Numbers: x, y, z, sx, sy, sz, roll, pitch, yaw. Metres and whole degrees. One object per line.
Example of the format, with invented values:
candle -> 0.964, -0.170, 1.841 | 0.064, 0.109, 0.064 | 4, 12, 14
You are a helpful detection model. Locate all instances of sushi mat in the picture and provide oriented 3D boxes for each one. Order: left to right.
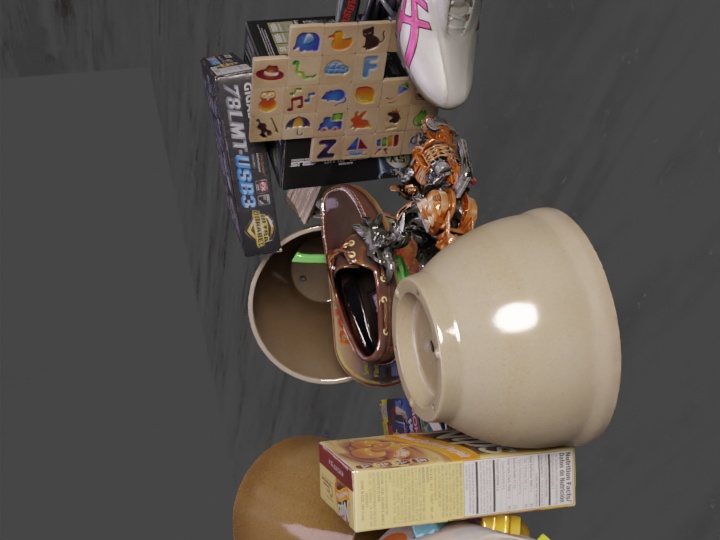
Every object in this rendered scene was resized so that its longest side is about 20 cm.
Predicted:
sushi mat -> -0.048, -0.166, 1.349 | 0.201, 0.012, 0.096 | -66, 29, 19

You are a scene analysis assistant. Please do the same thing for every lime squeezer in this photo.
lime squeezer -> 0.027, 0.014, 1.115 | 0.071, 0.199, 0.038 | -57, 2, -1

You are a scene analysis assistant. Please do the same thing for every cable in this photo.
cable -> 0.021, -0.307, 1.054 | 0.200, 0.050, 0.165 | 135, 137, -85

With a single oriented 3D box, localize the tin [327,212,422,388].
tin -> 0.020, 0.033, 1.163 | 0.042, 0.111, 0.202 | -118, 24, -76

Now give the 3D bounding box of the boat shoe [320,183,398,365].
boat shoe -> 0.000, 0.000, 1.055 | 0.070, 0.070, 0.201 | -29, 72, 30

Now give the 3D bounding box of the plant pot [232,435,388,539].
plant pot -> -0.020, 0.285, 1.128 | 0.200, 0.185, 0.188 | -6, 92, 61

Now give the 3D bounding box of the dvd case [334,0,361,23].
dvd case -> -0.002, -0.336, 1.033 | 0.200, 0.022, 0.147 | 107, 169, -63

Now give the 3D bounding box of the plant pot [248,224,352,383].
plant pot -> -0.042, 0.020, 1.282 | 0.200, 0.185, 0.189 | -103, 9, -77

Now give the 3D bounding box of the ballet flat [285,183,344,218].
ballet flat -> -0.058, -0.109, 1.470 | 0.200, 0.070, 0.071 | 165, 96, -72

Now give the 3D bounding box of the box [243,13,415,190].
box -> -0.033, -0.194, 1.149 | 0.087, 0.162, 0.201 | 100, 155, -46

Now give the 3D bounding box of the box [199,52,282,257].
box -> -0.138, -0.138, 1.166 | 0.199, 0.049, 0.202 | -124, 25, -70

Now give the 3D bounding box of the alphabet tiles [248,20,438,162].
alphabet tiles -> -0.012, -0.175, 1.016 | 0.168, 0.198, 0.008 | 100, 158, -46

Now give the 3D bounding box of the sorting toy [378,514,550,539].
sorting toy -> 0.117, 0.250, 0.870 | 0.180, 0.198, 0.108 | 140, 143, -67

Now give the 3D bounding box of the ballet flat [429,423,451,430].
ballet flat -> 0.088, 0.106, 1.049 | 0.070, 0.069, 0.202 | 116, 143, -63

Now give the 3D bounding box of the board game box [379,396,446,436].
board game box -> 0.089, 0.233, 1.110 | 0.200, 0.061, 0.202 | 153, 109, -73

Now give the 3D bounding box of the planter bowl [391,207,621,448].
planter bowl -> 0.105, 0.057, 0.845 | 0.200, 0.134, 0.202 | 171, 90, -74

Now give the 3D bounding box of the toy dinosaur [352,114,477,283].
toy dinosaur -> 0.068, -0.053, 0.998 | 0.136, 0.102, 0.201 | -43, 25, 46

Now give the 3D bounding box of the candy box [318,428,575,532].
candy box -> 0.073, 0.176, 0.890 | 0.115, 0.198, 0.056 | -170, 77, -73

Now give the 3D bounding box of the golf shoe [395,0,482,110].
golf shoe -> 0.073, -0.248, 0.919 | 0.092, 0.072, 0.202 | -175, 78, -72
